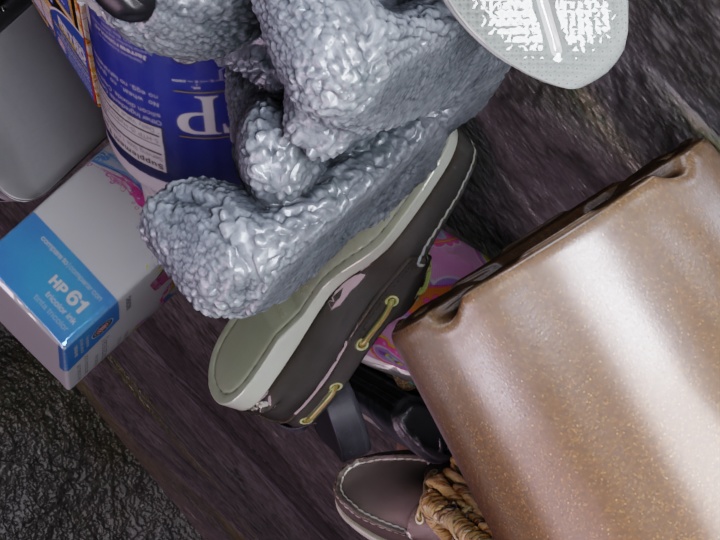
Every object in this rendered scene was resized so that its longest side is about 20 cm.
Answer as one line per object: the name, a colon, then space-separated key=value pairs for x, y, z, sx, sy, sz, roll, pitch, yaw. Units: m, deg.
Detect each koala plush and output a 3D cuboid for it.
koala plush: x=-0.049 y=-0.119 z=1.029 sx=0.200 sy=0.184 sz=0.177 roll=41 pitch=132 yaw=13

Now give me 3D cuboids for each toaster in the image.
toaster: x=-0.231 y=-0.135 z=1.598 sx=0.119 sy=0.200 sz=0.181 roll=52 pitch=159 yaw=-20

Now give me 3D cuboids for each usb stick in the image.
usb stick: x=0.013 y=0.085 z=1.553 sx=0.055 sy=0.033 sz=0.200 roll=38 pitch=176 yaw=-19

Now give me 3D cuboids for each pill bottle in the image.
pill bottle: x=-0.074 y=-0.104 z=1.214 sx=0.120 sy=0.120 sz=0.200 roll=42 pitch=153 yaw=30

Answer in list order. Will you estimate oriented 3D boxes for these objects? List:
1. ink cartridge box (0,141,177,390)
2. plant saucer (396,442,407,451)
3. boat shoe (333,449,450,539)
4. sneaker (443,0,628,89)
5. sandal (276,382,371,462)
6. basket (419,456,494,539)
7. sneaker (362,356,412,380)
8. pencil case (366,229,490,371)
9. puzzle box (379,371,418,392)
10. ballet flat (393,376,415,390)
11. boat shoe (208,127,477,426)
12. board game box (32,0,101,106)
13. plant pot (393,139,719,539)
ink cartridge box: x=-0.145 y=-0.029 z=1.558 sx=0.085 sy=0.200 sz=0.145 roll=44 pitch=167 yaw=5
plant saucer: x=0.093 y=0.170 z=1.615 sx=0.200 sy=0.034 sz=0.200 roll=43 pitch=175 yaw=4
boat shoe: x=0.070 y=0.148 z=1.486 sx=0.200 sy=0.072 sz=0.060 roll=13 pitch=165 yaw=23
sneaker: x=0.035 y=-0.155 z=0.940 sx=0.200 sy=0.070 sz=0.080 roll=51 pitch=-177 yaw=4
sandal: x=-0.038 y=0.074 z=1.530 sx=0.200 sy=0.043 sz=0.076 roll=-148 pitch=38 yaw=-78
basket: x=0.113 y=0.188 z=1.335 sx=0.143 sy=0.149 sz=0.200 roll=-11 pitch=123 yaw=44
sneaker: x=0.016 y=0.020 z=1.413 sx=0.200 sy=0.080 sz=0.070 roll=20 pitch=175 yaw=25
pencil case: x=0.007 y=0.004 z=1.336 sx=0.200 sy=0.087 sz=0.087 roll=29 pitch=158 yaw=26
puzzle box: x=0.034 y=0.067 z=1.584 sx=0.200 sy=0.025 sz=0.133 roll=38 pitch=168 yaw=40
ballet flat: x=-0.012 y=0.010 z=1.515 sx=0.200 sy=0.065 sz=0.071 roll=39 pitch=169 yaw=43
boat shoe: x=0.000 y=0.000 z=1.258 sx=0.061 sy=0.201 sz=0.072 roll=25 pitch=-154 yaw=-32
board game box: x=-0.174 y=-0.211 z=1.367 sx=0.152 sy=0.046 sz=0.200 roll=56 pitch=164 yaw=26
plant pot: x=0.127 y=0.067 z=0.963 sx=0.198 sy=0.200 sz=0.200 roll=59 pitch=166 yaw=-1
